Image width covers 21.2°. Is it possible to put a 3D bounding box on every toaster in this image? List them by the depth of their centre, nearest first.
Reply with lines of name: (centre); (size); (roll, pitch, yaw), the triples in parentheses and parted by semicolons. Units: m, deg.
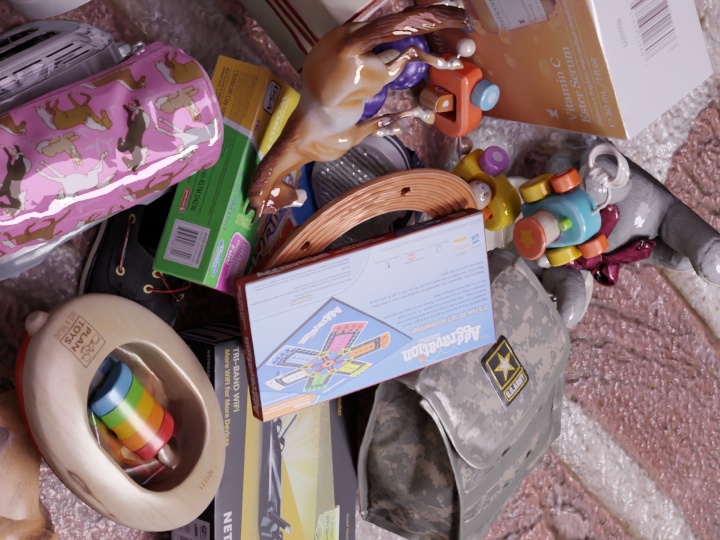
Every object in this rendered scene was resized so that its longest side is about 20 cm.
toaster: (-0.227, -0.081, 1.275); (0.200, 0.114, 0.130); (-31, 114, -26)

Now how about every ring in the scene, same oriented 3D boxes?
ring: (0.000, 0.000, 1.400); (0.200, 0.019, 0.201); (-25, 146, -18)

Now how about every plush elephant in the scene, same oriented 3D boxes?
plush elephant: (0.185, -0.022, 1.604); (0.164, 0.200, 0.155); (30, 103, -26)

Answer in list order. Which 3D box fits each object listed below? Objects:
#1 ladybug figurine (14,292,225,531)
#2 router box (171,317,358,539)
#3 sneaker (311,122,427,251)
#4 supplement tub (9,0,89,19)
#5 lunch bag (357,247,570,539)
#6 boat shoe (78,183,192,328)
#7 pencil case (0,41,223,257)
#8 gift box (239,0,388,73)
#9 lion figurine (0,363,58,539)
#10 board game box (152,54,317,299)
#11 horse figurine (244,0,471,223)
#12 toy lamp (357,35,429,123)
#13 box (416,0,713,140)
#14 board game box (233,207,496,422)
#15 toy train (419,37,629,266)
ladybug figurine: (-0.173, 0.097, 1.334); (0.136, 0.072, 0.200); (-55, 127, -31)
router box: (-0.072, 0.135, 1.472); (0.157, 0.052, 0.201); (-13, 108, -47)
sneaker: (0.010, -0.068, 1.453); (0.200, 0.078, 0.080); (99, 18, -63)
supplement tub: (-0.224, -0.274, 1.210); (0.145, 0.144, 0.200); (-49, 126, -20)
lunch bag: (0.082, 0.101, 1.508); (0.164, 0.117, 0.200); (-48, 151, -36)
boat shoe: (-0.151, -0.007, 1.385); (0.074, 0.063, 0.202); (8, 97, -44)
pencil case: (-0.185, -0.071, 1.190); (0.200, 0.087, 0.083); (-27, 153, -25)
gift box: (-0.021, -0.275, 1.325); (0.200, 0.185, 0.187); (-42, 94, -18)
lion figurine: (-0.249, 0.141, 1.334); (0.122, 0.072, 0.201); (9, 90, -47)
board game box: (-0.077, -0.056, 1.376); (0.200, 0.040, 0.153); (26, 81, -75)
horse figurine: (0.000, -0.116, 1.263); (0.132, 0.200, 0.050); (-15, 64, -29)
toy lamp: (0.006, -0.145, 1.413); (0.200, 0.058, 0.058); (-48, 137, -69)
box: (0.150, -0.201, 1.493); (0.106, 0.200, 0.153); (-38, 121, -28)
board game box: (0.007, 0.029, 1.362); (0.200, 0.019, 0.103); (-17, 109, -28)
toy train: (0.111, -0.082, 1.497); (0.056, 0.200, 0.151); (-32, 142, -34)
